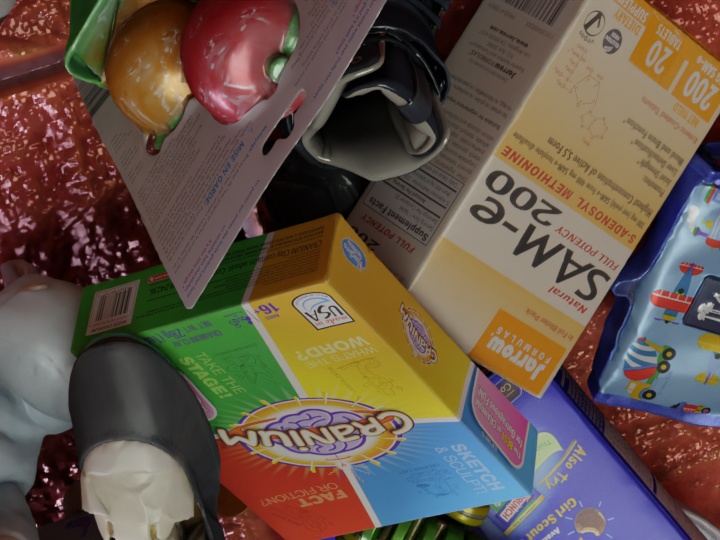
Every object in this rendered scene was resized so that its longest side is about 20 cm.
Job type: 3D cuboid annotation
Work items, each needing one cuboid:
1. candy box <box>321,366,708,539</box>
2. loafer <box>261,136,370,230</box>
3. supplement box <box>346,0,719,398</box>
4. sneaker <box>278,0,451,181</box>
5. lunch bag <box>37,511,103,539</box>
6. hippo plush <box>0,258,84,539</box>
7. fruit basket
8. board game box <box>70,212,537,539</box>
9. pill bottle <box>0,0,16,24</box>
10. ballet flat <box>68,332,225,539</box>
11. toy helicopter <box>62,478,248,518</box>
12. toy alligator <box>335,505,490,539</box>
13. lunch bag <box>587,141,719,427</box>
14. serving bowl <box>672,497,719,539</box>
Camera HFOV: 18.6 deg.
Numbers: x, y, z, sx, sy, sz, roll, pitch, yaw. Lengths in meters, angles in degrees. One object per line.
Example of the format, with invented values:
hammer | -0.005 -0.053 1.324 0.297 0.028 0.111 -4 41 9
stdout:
candy box | 0.098 0.165 1.264 0.169 0.077 0.200 -40 92 12
loafer | 0.000 0.000 1.194 0.070 0.068 0.201 -3 135 26
supplement box | 0.089 -0.052 1.127 0.126 0.073 0.201 29 94 -41
sneaker | 0.035 -0.133 1.062 0.202 0.147 0.077 -43 121 12
lunch bag | -0.132 0.233 1.242 0.159 0.077 0.201 -18 116 11
hippo plush | -0.177 0.089 1.130 0.161 0.200 0.160 -40 89 -17
fruit basket | -0.058 -0.110 1.019 0.093 0.200 0.186 15 118 -40
board game box | -0.024 0.060 1.093 0.152 0.041 0.200 -16 138 29
pill bottle | -0.255 -0.089 1.031 0.109 0.110 0.200 29 110 -29
ballet flat | -0.100 0.119 1.076 0.072 0.073 0.201 -15 136 -5
toy helicopter | -0.086 0.094 1.234 0.200 0.079 0.132 -39 133 24
toy alligator | 0.051 0.154 1.201 0.199 0.054 0.060 27 104 3
lunch bag | 0.217 0.007 1.217 0.198 0.094 0.151 6 121 -29
serving bowl | 0.150 0.218 1.353 0.198 0.066 0.202 1 108 2
